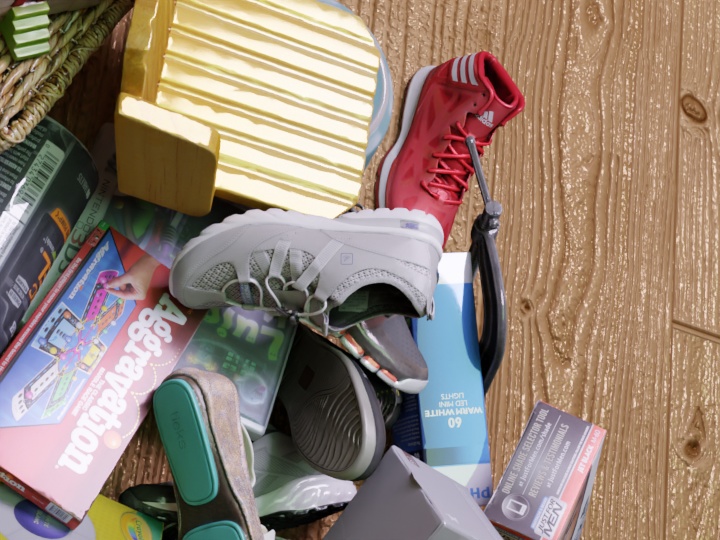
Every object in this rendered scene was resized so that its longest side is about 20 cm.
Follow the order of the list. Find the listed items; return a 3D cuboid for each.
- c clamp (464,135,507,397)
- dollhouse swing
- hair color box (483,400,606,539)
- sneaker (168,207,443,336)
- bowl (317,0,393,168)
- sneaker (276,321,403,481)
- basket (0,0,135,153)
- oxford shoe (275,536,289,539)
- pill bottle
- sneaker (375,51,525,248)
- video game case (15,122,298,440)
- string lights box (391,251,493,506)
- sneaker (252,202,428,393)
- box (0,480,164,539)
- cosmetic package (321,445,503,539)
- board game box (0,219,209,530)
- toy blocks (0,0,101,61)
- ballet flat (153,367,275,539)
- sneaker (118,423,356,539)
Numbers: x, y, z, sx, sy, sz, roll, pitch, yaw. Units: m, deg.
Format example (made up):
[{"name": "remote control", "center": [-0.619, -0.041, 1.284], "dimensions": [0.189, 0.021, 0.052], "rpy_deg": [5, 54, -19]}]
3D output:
[{"name": "c clamp", "center": [0.098, 0.019, 1.044], "dimensions": [0.027, 0.201, 0.173], "rpy_deg": [-3, 55, -10]}, {"name": "dollhouse swing", "center": [-0.064, -0.147, 0.855], "dimensions": [0.173, 0.182, 0.203], "rpy_deg": [11, 71, -6]}, {"name": "hair color box", "center": [0.143, 0.209, 1.012], "dimensions": [0.063, 0.201, 0.112], "rpy_deg": [21, 59, 19]}, {"name": "sneaker", "center": [-0.039, 0.006, 0.867], "dimensions": [0.197, 0.075, 0.083], "rpy_deg": [-7, 57, 7]}, {"name": "bowl", "center": [-0.052, -0.145, 1.015], "dimensions": [0.199, 0.105, 0.204], "rpy_deg": [9, 74, -31]}, {"name": "sneaker", "center": [0.001, 0.106, 0.944], "dimensions": [0.105, 0.200, 0.075], "rpy_deg": [28, 101, -26]}, {"name": "basket", "center": [-0.263, -0.167, 0.850], "dimensions": [0.149, 0.142, 0.201], "rpy_deg": [39, 55, -18]}, {"name": "oxford shoe", "center": [-0.039, 0.246, 0.960], "dimensions": [0.198, 0.058, 0.076], "rpy_deg": [11, 77, -29]}, {"name": "pill bottle", "center": [-0.265, -0.008, 0.836], "dimensions": [0.106, 0.106, 0.202], "rpy_deg": [35, 62, -22]}, {"name": "sneaker", "center": [0.079, -0.105, 1.087], "dimensions": [0.078, 0.115, 0.203], "rpy_deg": [17, 70, -30]}, {"name": "video game case", "center": [-0.136, 0.006, 0.941], "dimensions": [0.198, 0.023, 0.184], "rpy_deg": [27, 58, -17]}, {"name": "string lights box", "center": [0.060, 0.095, 1.028], "dimensions": [0.058, 0.103, 0.203], "rpy_deg": [-3, 80, -13]}, {"name": "sneaker", "center": [0.000, 0.000, 0.943], "dimensions": [0.082, 0.077, 0.201], "rpy_deg": [-37, 89, 7]}, {"name": "box", "center": [-0.204, 0.181, 0.804], "dimensions": [0.198, 0.118, 0.049], "rpy_deg": [29, 106, -14]}, {"name": "cosmetic package", "center": [0.011, 0.240, 0.883], "dimensions": [0.090, 0.107, 0.201], "rpy_deg": [35, 99, -29]}, {"name": "board game box", "center": [-0.185, 0.065, 0.848], "dimensions": [0.103, 0.019, 0.201], "rpy_deg": [37, 49, -12]}, {"name": "toy blocks", "center": [-0.200, -0.196, 0.726], "dimensions": [0.199, 0.136, 0.101], "rpy_deg": [-23, 87, -38]}, {"name": "ballet flat", "center": [-0.090, 0.165, 0.850], "dimensions": [0.067, 0.067, 0.203], "rpy_deg": [1, 79, -61]}, {"name": "sneaker", "center": [-0.095, 0.159, 0.941], "dimensions": [0.198, 0.074, 0.080], "rpy_deg": [-2, 68, -39]}]
